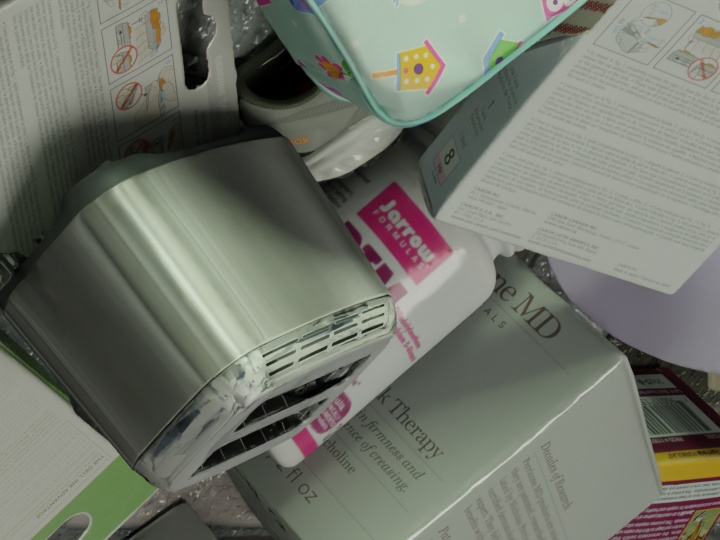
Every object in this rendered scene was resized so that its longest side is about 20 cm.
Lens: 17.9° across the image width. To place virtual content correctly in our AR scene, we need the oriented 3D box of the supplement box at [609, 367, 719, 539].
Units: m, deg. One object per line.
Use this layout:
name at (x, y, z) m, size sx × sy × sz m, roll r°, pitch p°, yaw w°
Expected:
supplement box at (0.160, 0.175, 1.585) m, size 0.130 × 0.103 × 0.201 m, roll 1°, pitch 125°, yaw -47°

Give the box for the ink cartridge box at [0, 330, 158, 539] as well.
ink cartridge box at (-0.206, 0.109, 1.176) m, size 0.145 × 0.048 × 0.200 m, roll -43°, pitch 147°, yaw -2°

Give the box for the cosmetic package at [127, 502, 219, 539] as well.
cosmetic package at (-0.105, 0.238, 1.403) m, size 0.101 × 0.074 × 0.200 m, roll -34°, pitch 147°, yaw -14°

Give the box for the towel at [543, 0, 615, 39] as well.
towel at (0.135, -0.177, 1.136) m, size 0.030 × 0.145 × 0.201 m, roll -55°, pitch 152°, yaw -50°

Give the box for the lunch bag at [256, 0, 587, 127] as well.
lunch bag at (0.018, -0.175, 1.021) m, size 0.160 × 0.077 × 0.200 m, roll -39°, pitch 118°, yaw -13°

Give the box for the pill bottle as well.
pill bottle at (0.000, 0.000, 1.219) m, size 0.200 × 0.113 × 0.113 m, roll -41°, pitch 146°, yaw -6°

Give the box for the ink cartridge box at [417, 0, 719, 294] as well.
ink cartridge box at (0.147, -0.082, 1.123) m, size 0.162 × 0.057 × 0.200 m, roll 17°, pitch 126°, yaw -31°

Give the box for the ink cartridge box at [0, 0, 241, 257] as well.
ink cartridge box at (-0.148, -0.080, 1.048) m, size 0.200 × 0.050 × 0.161 m, roll -37°, pitch 147°, yaw -27°

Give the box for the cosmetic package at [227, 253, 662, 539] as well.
cosmetic package at (0.040, 0.101, 1.321) m, size 0.200 × 0.167 × 0.167 m, roll -39°, pitch 146°, yaw -10°

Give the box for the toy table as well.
toy table at (0.211, -0.013, 1.275) m, size 0.117 × 0.199 × 0.185 m, roll -22°, pitch 132°, yaw -70°

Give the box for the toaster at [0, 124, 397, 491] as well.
toaster at (-0.074, 0.017, 1.070) m, size 0.114 × 0.129 × 0.200 m, roll -47°, pitch 165°, yaw 30°

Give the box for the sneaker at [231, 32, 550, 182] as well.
sneaker at (0.022, -0.121, 1.125) m, size 0.200 × 0.074 × 0.079 m, roll -37°, pitch 139°, yaw 16°
